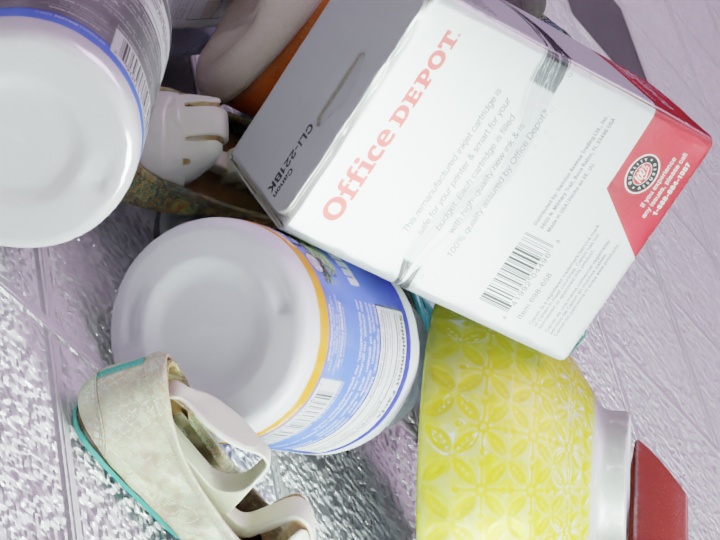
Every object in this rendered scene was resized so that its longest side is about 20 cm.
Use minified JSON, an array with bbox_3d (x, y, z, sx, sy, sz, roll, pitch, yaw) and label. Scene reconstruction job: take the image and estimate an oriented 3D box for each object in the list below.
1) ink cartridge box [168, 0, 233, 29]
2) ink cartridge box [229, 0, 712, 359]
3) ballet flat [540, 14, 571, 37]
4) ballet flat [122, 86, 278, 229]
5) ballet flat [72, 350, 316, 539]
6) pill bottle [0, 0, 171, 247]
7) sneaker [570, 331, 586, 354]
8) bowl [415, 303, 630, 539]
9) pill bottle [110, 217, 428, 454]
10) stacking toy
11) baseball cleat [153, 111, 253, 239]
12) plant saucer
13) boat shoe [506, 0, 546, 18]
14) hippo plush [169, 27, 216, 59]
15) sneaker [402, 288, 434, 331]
[{"bbox_3d":[-0.098,-0.206,1.556,0.047,0.160,0.200,40,28,24],"label":"ink cartridge box"},{"bbox_3d":[0.056,-0.062,1.482,0.200,0.144,0.084,25,15,-35],"label":"ink cartridge box"},{"bbox_3d":[0.036,-0.108,1.753,0.074,0.200,0.074,44,-33,39],"label":"ballet flat"},{"bbox_3d":[-0.070,-0.058,1.514,0.200,0.071,0.071,20,36,-29],"label":"ballet flat"},{"bbox_3d":[-0.057,0.116,1.378,0.200,0.062,0.067,49,20,-29],"label":"ballet flat"},{"bbox_3d":[-0.151,-0.103,1.398,0.114,0.114,0.200,53,18,-20],"label":"pill bottle"},{"bbox_3d":[0.097,0.051,1.774,0.075,0.088,0.200,-26,118,-66],"label":"sneaker"},{"bbox_3d":[0.092,0.115,1.575,0.200,0.108,0.200,1,90,-84],"label":"bowl"},{"bbox_3d":[-0.036,0.038,1.487,0.112,0.112,0.200,64,17,15],"label":"pill bottle"},{"bbox_3d":[0.025,-0.101,1.575,0.200,0.146,0.146,36,23,-14],"label":"stacking toy"},{"bbox_3d":[-0.064,-0.047,1.632,0.070,0.106,0.200,47,48,-3],"label":"baseball cleat"},{"bbox_3d":[0.155,0.226,1.630,0.200,0.037,0.200,-78,176,-67],"label":"plant saucer"},{"bbox_3d":[0.057,-0.174,1.683,0.200,0.057,0.067,-119,-172,-62],"label":"boat shoe"},{"bbox_3d":[-0.078,-0.217,1.721,0.200,0.159,0.161,8,39,-45],"label":"hippo plush"},{"bbox_3d":[0.000,0.000,1.720,0.121,0.084,0.200,-1,31,-44],"label":"sneaker"}]
